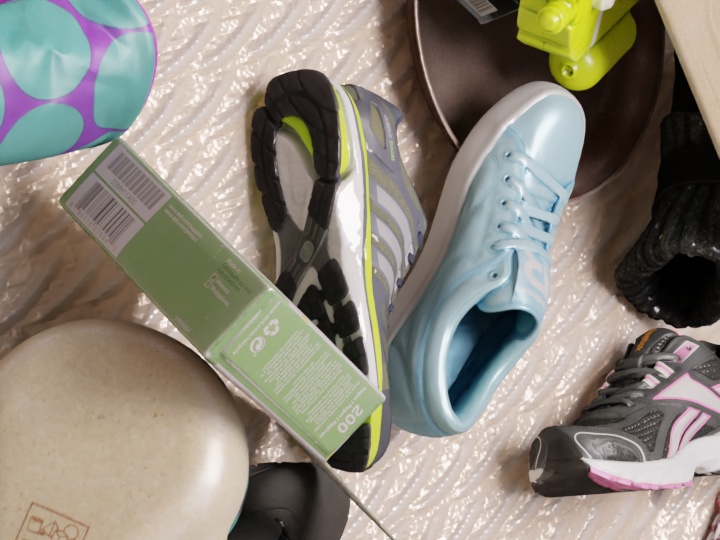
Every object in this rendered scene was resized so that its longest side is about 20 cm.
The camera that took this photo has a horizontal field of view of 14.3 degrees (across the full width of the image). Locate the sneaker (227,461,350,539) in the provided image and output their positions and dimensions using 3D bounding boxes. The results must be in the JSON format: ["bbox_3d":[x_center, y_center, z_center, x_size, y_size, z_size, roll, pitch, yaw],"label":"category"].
[{"bbox_3d":[-0.063,0.156,1.358,0.200,0.090,0.076,-39,113,-39],"label":"sneaker"}]

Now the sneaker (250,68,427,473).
[{"bbox_3d":[0.000,0.000,1.438,0.081,0.074,0.202,-4,93,-47],"label":"sneaker"}]

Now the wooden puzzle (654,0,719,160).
[{"bbox_3d":[0.236,-0.137,1.507,0.185,0.046,0.201,-39,117,-20],"label":"wooden puzzle"}]

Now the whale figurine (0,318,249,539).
[{"bbox_3d":[-0.128,0.123,1.286,0.104,0.158,0.201,79,32,-75],"label":"whale figurine"}]

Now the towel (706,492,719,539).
[{"bbox_3d":[0.223,0.243,1.676,0.146,0.030,0.201,42,64,-35],"label":"towel"}]

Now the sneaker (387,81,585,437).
[{"bbox_3d":[0.077,-0.001,1.476,0.074,0.082,0.201,31,82,-40],"label":"sneaker"}]

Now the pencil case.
[{"bbox_3d":[-0.188,-0.086,1.248,0.199,0.085,0.093,-16,118,-44],"label":"pencil case"}]

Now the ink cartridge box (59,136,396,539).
[{"bbox_3d":[-0.041,0.039,1.321,0.048,0.145,0.200,-46,135,-2],"label":"ink cartridge box"}]

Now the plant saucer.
[{"bbox_3d":[0.090,-0.135,1.554,0.199,0.032,0.202,1,89,-43],"label":"plant saucer"}]

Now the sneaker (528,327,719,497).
[{"bbox_3d":[0.156,0.077,1.591,0.199,0.080,0.087,-5,87,-56],"label":"sneaker"}]

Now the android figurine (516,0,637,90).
[{"bbox_3d":[0.132,-0.182,1.487,0.200,0.041,0.183,-46,153,-58],"label":"android figurine"}]

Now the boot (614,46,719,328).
[{"bbox_3d":[0.192,-0.078,1.573,0.158,0.079,0.212,-63,155,-27],"label":"boot"}]

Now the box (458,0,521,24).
[{"bbox_3d":[0.034,-0.243,1.469,0.200,0.040,0.137,41,61,-21],"label":"box"}]
